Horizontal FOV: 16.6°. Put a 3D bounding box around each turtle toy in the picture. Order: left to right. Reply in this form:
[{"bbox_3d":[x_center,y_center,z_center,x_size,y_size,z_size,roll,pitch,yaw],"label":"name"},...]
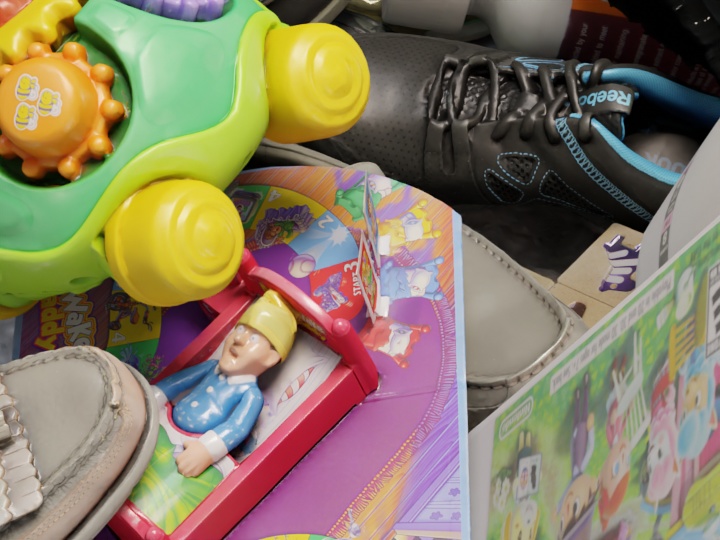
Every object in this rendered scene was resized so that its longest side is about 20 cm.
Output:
[{"bbox_3d":[-0.077,-0.070,0.808,0.146,0.101,0.200,-6,40,49],"label":"turtle toy"}]

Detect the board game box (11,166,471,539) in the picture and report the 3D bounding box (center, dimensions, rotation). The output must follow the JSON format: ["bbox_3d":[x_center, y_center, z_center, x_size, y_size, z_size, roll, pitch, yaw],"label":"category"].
[{"bbox_3d":[-0.047,0.037,0.782,0.158,0.039,0.200,-9,53,13],"label":"board game box"}]

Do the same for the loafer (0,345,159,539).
[{"bbox_3d":[-0.156,0.081,0.745,0.200,0.063,0.072,-32,52,5],"label":"loafer"}]

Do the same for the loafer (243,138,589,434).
[{"bbox_3d":[0.000,0.000,0.861,0.200,0.070,0.070,22,58,43],"label":"loafer"}]

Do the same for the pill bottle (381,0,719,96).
[{"bbox_3d":[0.113,-0.126,0.967,0.200,0.110,0.110,8,43,-4],"label":"pill bottle"}]

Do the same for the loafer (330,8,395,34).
[{"bbox_3d":[-0.082,-0.078,0.979,0.200,0.073,0.072,11,49,16],"label":"loafer"}]

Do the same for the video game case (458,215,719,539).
[{"bbox_3d":[0.065,0.097,0.659,0.022,0.200,0.182,14,63,-16],"label":"video game case"}]

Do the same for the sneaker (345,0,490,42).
[{"bbox_3d":[0.068,-0.165,1.049,0.200,0.089,0.077,-24,47,-21],"label":"sneaker"}]

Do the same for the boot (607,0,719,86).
[{"bbox_3d":[0.177,-0.125,0.881,0.162,0.073,0.198,-40,83,-11],"label":"boot"}]

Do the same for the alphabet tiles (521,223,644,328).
[{"bbox_3d":[0.058,0.063,0.822,0.200,0.006,0.166,-43,44,-21],"label":"alphabet tiles"}]

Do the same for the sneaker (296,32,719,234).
[{"bbox_3d":[0.067,-0.057,0.908,0.200,0.082,0.073,12,66,2],"label":"sneaker"}]

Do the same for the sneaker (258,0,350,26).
[{"bbox_3d":[-0.079,-0.111,0.903,0.200,0.106,0.075,-33,68,2],"label":"sneaker"}]

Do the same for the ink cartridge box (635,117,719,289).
[{"bbox_3d":[0.119,-0.021,0.747,0.057,0.163,0.200,38,57,6],"label":"ink cartridge box"}]
